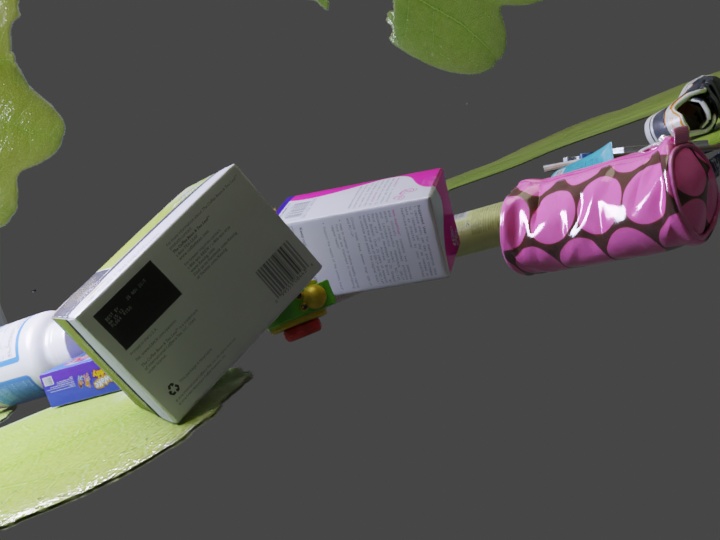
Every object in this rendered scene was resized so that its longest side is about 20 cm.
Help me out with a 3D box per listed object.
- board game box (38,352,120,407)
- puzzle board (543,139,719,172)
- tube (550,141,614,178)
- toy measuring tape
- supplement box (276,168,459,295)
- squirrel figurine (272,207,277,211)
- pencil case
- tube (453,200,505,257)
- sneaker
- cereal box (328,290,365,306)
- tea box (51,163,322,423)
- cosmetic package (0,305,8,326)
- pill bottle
[{"bbox_3d":[-0.283,0.109,1.243,0.198,0.045,0.134,-17,8,31],"label":"board game box"},{"bbox_3d":[0.367,-0.155,1.327,0.197,0.018,0.150,-8,2,-20],"label":"puzzle board"},{"bbox_3d":[0.277,-0.107,1.207,0.050,0.079,0.200,-12,3,-3],"label":"tube"},{"bbox_3d":[-0.085,0.047,1.085,0.073,0.074,0.200,-23,-2,-24],"label":"toy measuring tape"},{"bbox_3d":[0.006,-0.041,1.153,0.197,0.105,0.101,-10,21,19],"label":"supplement box"},{"bbox_3d":[-0.263,-0.062,2.214,0.198,0.143,0.187,-20,12,24],"label":"squirrel figurine"},{"bbox_3d":[0.209,-0.054,0.860,0.199,0.095,0.090,-15,8,47],"label":"pencil case"},{"bbox_3d":[0.180,-0.057,1.182,0.198,0.059,0.052,-16,-8,33],"label":"tube"},{"bbox_3d":[0.545,-0.260,1.591,0.199,0.079,0.079,-37,10,-30],"label":"sneaker"},{"bbox_3d":[0.000,0.000,1.289,0.198,0.040,0.144,-22,7,-16],"label":"cereal box"},{"bbox_3d":[-0.173,0.022,0.960,0.200,0.134,0.196,-46,16,-17],"label":"tea box"},{"bbox_3d":[-1.086,0.164,2.725,0.164,0.169,0.200,-19,6,2],"label":"cosmetic package"},{"bbox_3d":[-0.447,0.120,1.371,0.198,0.114,0.112,-16,8,28],"label":"pill bottle"}]
